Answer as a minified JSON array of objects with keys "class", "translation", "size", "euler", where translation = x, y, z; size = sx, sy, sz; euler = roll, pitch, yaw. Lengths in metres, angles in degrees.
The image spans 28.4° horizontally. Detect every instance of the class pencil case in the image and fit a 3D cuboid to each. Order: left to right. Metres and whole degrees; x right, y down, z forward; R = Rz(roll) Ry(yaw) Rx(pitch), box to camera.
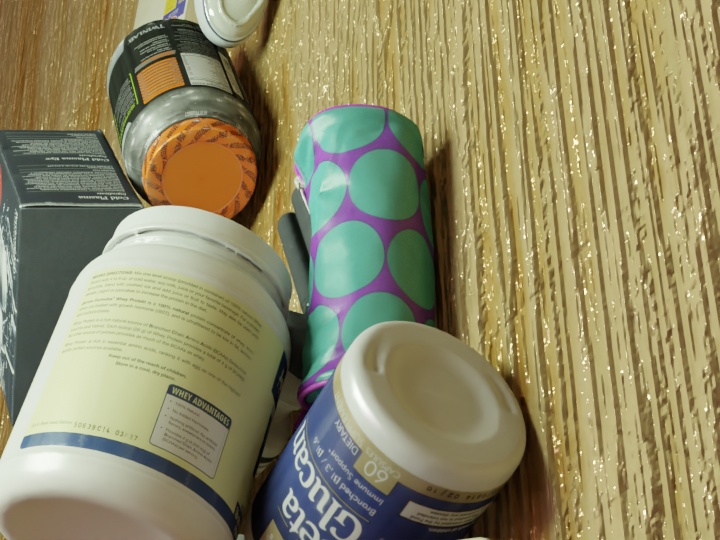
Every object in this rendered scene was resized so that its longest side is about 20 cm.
[{"class":"pencil case","translation":[0.000,0.000,0.898],"size":[0.091,0.085,0.203],"euler":[-13,58,21]}]

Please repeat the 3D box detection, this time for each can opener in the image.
[{"class":"can opener","translation":[-0.037,0.007,0.999],"size":[0.054,0.066,0.201],"euler":[-60,29,28]}]

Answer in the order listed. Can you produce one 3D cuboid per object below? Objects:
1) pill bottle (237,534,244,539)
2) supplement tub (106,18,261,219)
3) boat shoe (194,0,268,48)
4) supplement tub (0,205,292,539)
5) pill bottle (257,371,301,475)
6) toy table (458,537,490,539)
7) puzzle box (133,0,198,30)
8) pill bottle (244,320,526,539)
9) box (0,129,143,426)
[{"class":"pill bottle","translation":[-0.076,0.270,0.891],"size":[0.113,0.111,0.201],"euler":[-60,29,30]},{"class":"supplement tub","translation":[-0.156,-0.129,1.255],"size":[0.124,0.121,0.201],"euler":[-63,28,25]},{"class":"boat shoe","translation":[-0.087,-0.300,1.271],"size":[0.086,0.074,0.205],"euler":[-9,60,60]},{"class":"supplement tub","translation":[-0.123,0.077,0.853],"size":[0.145,0.144,0.202],"euler":[-42,26,50]},{"class":"pill bottle","translation":[-0.121,0.114,1.016],"size":[0.200,0.116,0.117],"euler":[-46,34,15]},{"class":"toy table","translation":[0.062,0.218,0.565],"size":[0.182,0.117,0.202],"euler":[-21,56,10]},{"class":"puzzle box","translation":[-0.211,-0.271,1.558],"size":[0.199,0.025,0.135],"euler":[-8,69,63]},{"class":"pill bottle","translation":[0.000,0.135,0.803],"size":[0.201,0.110,0.112],"euler":[-59,30,33]},{"class":"box","translation":[-0.261,0.002,1.232],"size":[0.182,0.103,0.203],"euler":[-132,45,-58]}]
